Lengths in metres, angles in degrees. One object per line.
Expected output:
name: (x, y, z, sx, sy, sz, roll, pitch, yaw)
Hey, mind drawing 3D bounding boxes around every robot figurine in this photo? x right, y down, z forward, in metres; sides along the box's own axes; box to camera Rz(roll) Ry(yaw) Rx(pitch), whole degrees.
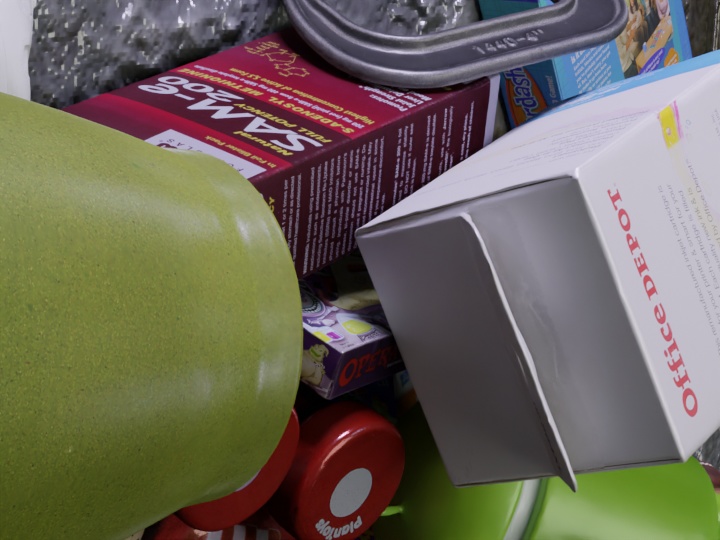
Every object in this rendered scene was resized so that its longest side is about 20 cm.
robot figurine: (0.093, 0.123, 0.918, 0.199, 0.176, 0.116, 22, 121, -18)

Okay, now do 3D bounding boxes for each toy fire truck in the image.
toy fire truck: (-0.087, 0.107, 0.825, 0.200, 0.112, 0.169, 20, 100, -53)

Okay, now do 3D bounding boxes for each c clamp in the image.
c clamp: (0.038, -0.141, 0.919, 0.199, 0.171, 0.027, -22, 138, -36)

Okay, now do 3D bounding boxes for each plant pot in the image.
plant pot: (-0.128, 0.023, 0.627, 0.192, 0.200, 0.202, -3, 101, -44)

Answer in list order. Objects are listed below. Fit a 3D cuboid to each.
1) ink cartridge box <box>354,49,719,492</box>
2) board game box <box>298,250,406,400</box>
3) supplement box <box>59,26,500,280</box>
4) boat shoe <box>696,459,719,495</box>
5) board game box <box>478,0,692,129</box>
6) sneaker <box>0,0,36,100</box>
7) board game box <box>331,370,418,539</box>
ink cartridge box: (0.103, 0.001, 0.821, 0.200, 0.125, 0.129, -32, 104, -46)
board game box: (0.000, 0.000, 0.888, 0.200, 0.120, 0.032, -17, 129, -55)
supplement box: (-0.036, -0.053, 0.835, 0.200, 0.108, 0.061, -29, 133, -48)
boat shoe: (0.119, 0.158, 1.052, 0.070, 0.200, 0.071, 25, 36, -43)
board game box: (0.142, -0.130, 1.124, 0.152, 0.045, 0.201, -47, 134, -37)
sneaker: (-0.138, -0.124, 0.708, 0.099, 0.075, 0.201, -22, 116, -49)
board game box: (0.063, 0.075, 1.052, 0.200, 0.045, 0.135, -29, 122, -48)
